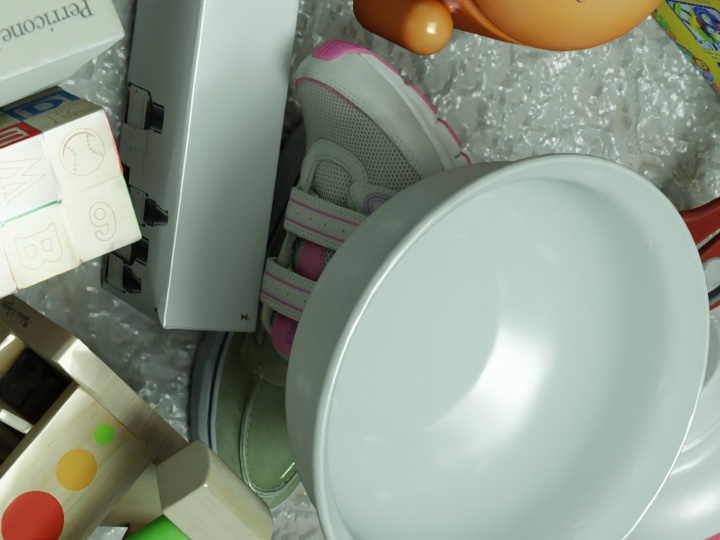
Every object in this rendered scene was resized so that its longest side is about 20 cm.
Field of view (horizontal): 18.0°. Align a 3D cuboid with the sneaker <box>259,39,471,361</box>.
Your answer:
[{"bbox_3d":[0.000,0.000,0.991,0.088,0.081,0.202,-26,116,-30],"label":"sneaker"}]

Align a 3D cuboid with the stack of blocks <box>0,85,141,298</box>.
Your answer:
[{"bbox_3d":[-0.205,-0.015,0.936,0.199,0.115,0.059,-23,111,-21],"label":"stack of blocks"}]

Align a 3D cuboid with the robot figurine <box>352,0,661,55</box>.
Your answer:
[{"bbox_3d":[0.069,-0.160,0.998,0.143,0.200,0.118,-7,106,-25],"label":"robot figurine"}]

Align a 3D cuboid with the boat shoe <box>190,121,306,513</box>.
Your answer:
[{"bbox_3d":[-0.028,0.023,1.068,0.071,0.062,0.202,12,96,-29],"label":"boat shoe"}]

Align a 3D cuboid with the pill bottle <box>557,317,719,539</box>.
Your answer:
[{"bbox_3d":[0.150,0.114,1.071,0.108,0.109,0.201,-34,129,-17],"label":"pill bottle"}]

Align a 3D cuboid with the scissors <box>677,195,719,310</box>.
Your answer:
[{"bbox_3d":[0.203,-0.033,1.128,0.073,0.199,0.014,44,39,-17],"label":"scissors"}]

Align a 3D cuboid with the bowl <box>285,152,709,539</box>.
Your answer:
[{"bbox_3d":[0.041,0.038,0.934,0.200,0.090,0.203,-15,117,-32],"label":"bowl"}]

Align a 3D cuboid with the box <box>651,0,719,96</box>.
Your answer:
[{"bbox_3d":[0.273,-0.158,1.151,0.200,0.122,0.193,-50,119,-9],"label":"box"}]

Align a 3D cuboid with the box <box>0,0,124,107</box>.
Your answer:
[{"bbox_3d":[-0.195,-0.153,0.883,0.127,0.109,0.201,-24,94,-22],"label":"box"}]

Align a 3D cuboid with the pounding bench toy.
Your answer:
[{"bbox_3d":[-0.138,0.119,0.954,0.156,0.200,0.124,-49,119,-10],"label":"pounding bench toy"}]

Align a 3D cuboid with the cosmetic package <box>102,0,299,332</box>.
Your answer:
[{"bbox_3d":[-0.070,-0.080,1.011,0.050,0.082,0.202,3,100,-29],"label":"cosmetic package"}]
